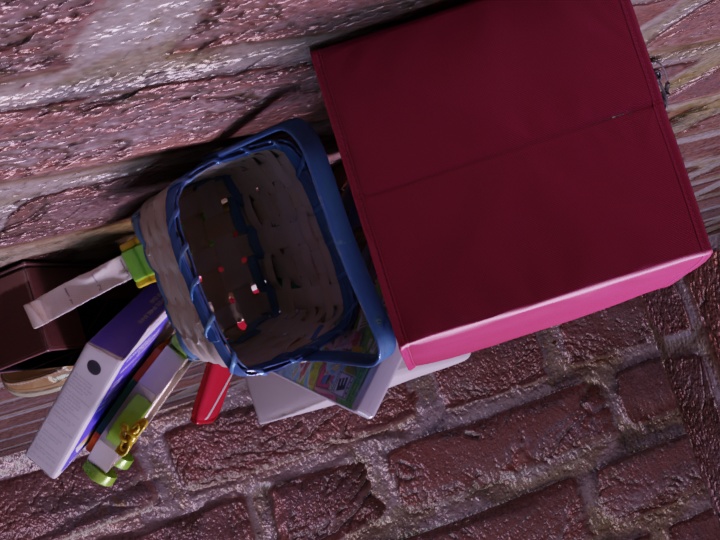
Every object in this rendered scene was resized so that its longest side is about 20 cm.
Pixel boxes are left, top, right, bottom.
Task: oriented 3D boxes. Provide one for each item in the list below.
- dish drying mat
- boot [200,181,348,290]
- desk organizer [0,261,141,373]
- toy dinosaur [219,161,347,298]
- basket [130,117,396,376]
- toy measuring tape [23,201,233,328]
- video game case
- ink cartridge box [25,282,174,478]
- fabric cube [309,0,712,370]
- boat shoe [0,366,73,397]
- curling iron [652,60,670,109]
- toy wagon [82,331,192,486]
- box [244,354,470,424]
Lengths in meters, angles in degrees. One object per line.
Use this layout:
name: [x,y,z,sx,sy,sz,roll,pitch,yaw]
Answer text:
dish drying mat: [-0.115,0.045,1.430,0.018,0.202,0.077,19,178,9]
boot: [-0.052,-0.044,1.327,0.199,0.073,0.144,-24,177,-36]
desk organizer: [-0.264,0.041,1.374,0.071,0.078,0.200,-20,173,19]
toy dinosaur: [-0.037,-0.052,1.233,0.200,0.060,0.106,-49,-161,13]
basket: [-0.067,-0.014,1.106,0.138,0.178,0.199,-27,-166,-32]
toy measuring tape: [-0.178,-0.005,1.221,0.198,0.074,0.074,-26,174,-2]
video game case: [0.006,0.003,1.188,0.022,0.202,0.182,28,174,-27]
ink cartridge box: [-0.205,0.064,1.386,0.201,0.043,0.198,-53,180,30]
fabric cube: [0.093,-0.062,1.014,0.197,0.202,0.196,-17,173,2]
boat shoe: [-0.298,0.069,1.617,0.198,0.072,0.076,-27,158,5]
curling iron: [0.201,-0.110,1.371,0.200,0.050,0.026,-44,-174,30]
toy wagon: [-0.196,0.120,1.391,0.156,0.039,0.200,-55,180,7]
box: [-0.017,0.062,1.813,0.199,0.173,0.198,-23,171,36]
